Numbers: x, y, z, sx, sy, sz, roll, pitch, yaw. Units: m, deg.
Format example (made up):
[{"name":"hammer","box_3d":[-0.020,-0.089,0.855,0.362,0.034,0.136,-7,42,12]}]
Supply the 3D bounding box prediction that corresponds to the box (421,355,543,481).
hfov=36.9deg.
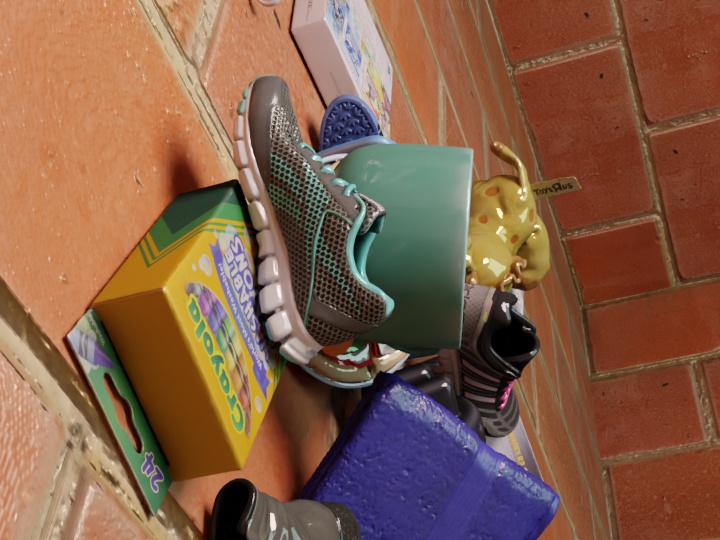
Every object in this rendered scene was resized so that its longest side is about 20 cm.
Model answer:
[{"name":"box","box_3d":[0.125,0.169,1.183,0.200,0.048,0.159,149,-79,-78]}]

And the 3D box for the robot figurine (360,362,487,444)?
[{"name":"robot figurine","box_3d":[0.061,0.188,0.977,0.150,0.124,0.201,-49,129,-64]}]

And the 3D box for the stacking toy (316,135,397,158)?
[{"name":"stacking toy","box_3d":[-0.006,-0.013,0.991,0.116,0.109,0.201,42,46,-38]}]

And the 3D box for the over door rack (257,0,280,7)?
[{"name":"over door rack","box_3d":[-0.107,-0.344,0.930,0.148,0.066,0.201,3,75,-75]}]

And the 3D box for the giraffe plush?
[{"name":"giraffe plush","box_3d":[0.116,-0.011,1.089,0.173,0.200,0.162,44,48,-16]}]

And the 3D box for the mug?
[{"name":"mug","box_3d":[0.024,-0.005,0.829,0.152,0.114,0.186,-69,162,-73]}]

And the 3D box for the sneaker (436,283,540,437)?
[{"name":"sneaker","box_3d":[0.127,0.088,1.003,0.074,0.087,0.200,-60,140,-40]}]

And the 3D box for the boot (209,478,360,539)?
[{"name":"boot","box_3d":[-0.054,0.240,0.695,0.130,0.067,0.201,24,56,-55]}]

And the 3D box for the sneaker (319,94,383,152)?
[{"name":"sneaker","box_3d":[0.004,-0.098,1.137,0.078,0.070,0.201,-81,161,-60]}]

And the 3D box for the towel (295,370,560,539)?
[{"name":"towel","box_3d":[0.050,0.188,0.849,0.200,0.050,0.148,39,77,-23]}]

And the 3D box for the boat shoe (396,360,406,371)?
[{"name":"boat shoe","box_3d":[0.015,0.045,1.063,0.076,0.060,0.200,60,21,-12]}]

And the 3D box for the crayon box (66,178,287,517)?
[{"name":"crayon box","box_3d":[-0.100,0.040,0.677,0.200,0.051,0.126,-70,144,-62]}]

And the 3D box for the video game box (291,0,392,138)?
[{"name":"video game box","box_3d":[-0.016,-0.246,1.214,0.183,0.047,0.200,-89,159,-45]}]

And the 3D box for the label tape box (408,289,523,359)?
[{"name":"label tape box","box_3d":[0.109,0.050,1.237,0.200,0.144,0.064,-73,148,-60]}]

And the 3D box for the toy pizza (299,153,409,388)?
[{"name":"toy pizza","box_3d":[0.000,0.000,0.921,0.200,0.032,0.201,3,86,-44]}]

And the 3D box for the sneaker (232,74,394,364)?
[{"name":"sneaker","box_3d":[-0.028,-0.041,0.736,0.078,0.091,0.201,20,57,-76]}]
